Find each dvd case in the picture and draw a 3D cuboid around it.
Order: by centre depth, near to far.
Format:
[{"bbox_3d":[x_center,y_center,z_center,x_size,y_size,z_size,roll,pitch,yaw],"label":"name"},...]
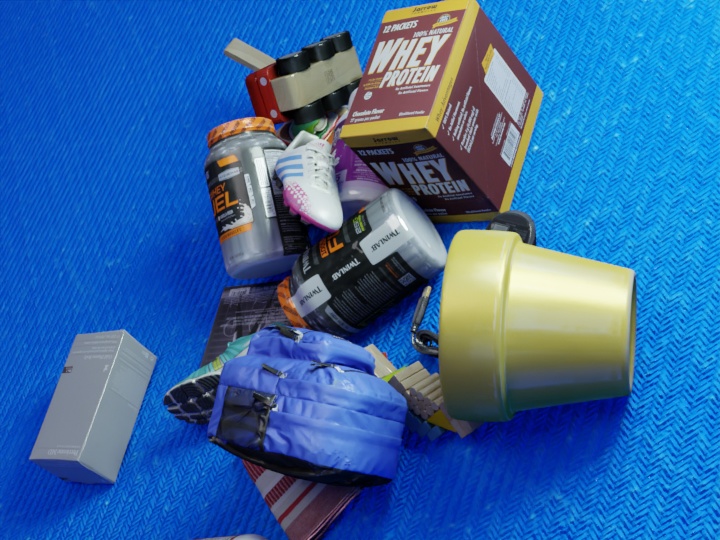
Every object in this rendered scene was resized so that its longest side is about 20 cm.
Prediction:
[{"bbox_3d":[-0.153,0.107,1.660,0.147,0.016,0.202,-7,56,35],"label":"dvd case"}]

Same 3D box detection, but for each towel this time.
[{"bbox_3d":[-0.066,0.230,1.494,0.144,0.023,0.200,-46,42,3],"label":"towel"}]

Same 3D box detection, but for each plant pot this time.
[{"bbox_3d":[0.191,0.061,1.282,0.187,0.201,0.203,3,60,16],"label":"plant pot"}]

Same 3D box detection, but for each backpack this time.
[{"bbox_3d":[-0.050,0.155,1.379,0.199,0.162,0.170,11,88,39],"label":"backpack"}]

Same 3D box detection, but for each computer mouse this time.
[{"bbox_3d":[0.138,0.024,1.463,0.139,0.046,0.202,9,77,40],"label":"computer mouse"}]

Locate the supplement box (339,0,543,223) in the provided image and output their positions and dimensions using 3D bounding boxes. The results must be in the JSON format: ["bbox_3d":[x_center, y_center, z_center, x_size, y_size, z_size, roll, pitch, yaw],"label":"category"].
[{"bbox_3d":[0.106,-0.195,1.530,0.132,0.200,0.199,-1,59,39],"label":"supplement box"}]

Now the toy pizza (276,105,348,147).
[{"bbox_3d":[-0.069,-0.162,1.750,0.198,0.032,0.202,-13,54,19],"label":"toy pizza"}]

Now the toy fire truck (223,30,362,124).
[{"bbox_3d":[-0.119,-0.285,1.786,0.198,0.130,0.176,-6,19,37],"label":"toy fire truck"}]

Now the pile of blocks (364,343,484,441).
[{"bbox_3d":[0.069,0.148,1.427,0.199,0.083,0.062,23,32,37],"label":"pile of blocks"}]

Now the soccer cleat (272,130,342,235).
[{"bbox_3d":[-0.061,-0.118,1.545,0.087,0.069,0.200,-59,29,14],"label":"soccer cleat"}]

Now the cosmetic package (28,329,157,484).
[{"bbox_3d":[-0.375,0.194,1.729,0.106,0.090,0.202,-7,53,33],"label":"cosmetic package"}]

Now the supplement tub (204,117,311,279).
[{"bbox_3d":[-0.144,-0.098,1.671,0.122,0.122,0.202,-20,78,27],"label":"supplement tub"}]

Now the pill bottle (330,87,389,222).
[{"bbox_3d":[0.013,-0.147,1.637,0.111,0.112,0.202,-15,51,31],"label":"pill bottle"}]

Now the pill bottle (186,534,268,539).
[{"bbox_3d":[-0.155,0.362,1.404,0.198,0.112,0.113,-12,53,32],"label":"pill bottle"}]

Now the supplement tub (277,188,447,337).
[{"bbox_3d":[0.000,0.000,1.529,0.199,0.122,0.123,-36,43,17],"label":"supplement tub"}]

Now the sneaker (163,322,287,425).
[{"bbox_3d":[-0.167,0.136,1.602,0.199,0.078,0.080,-29,27,13],"label":"sneaker"}]
